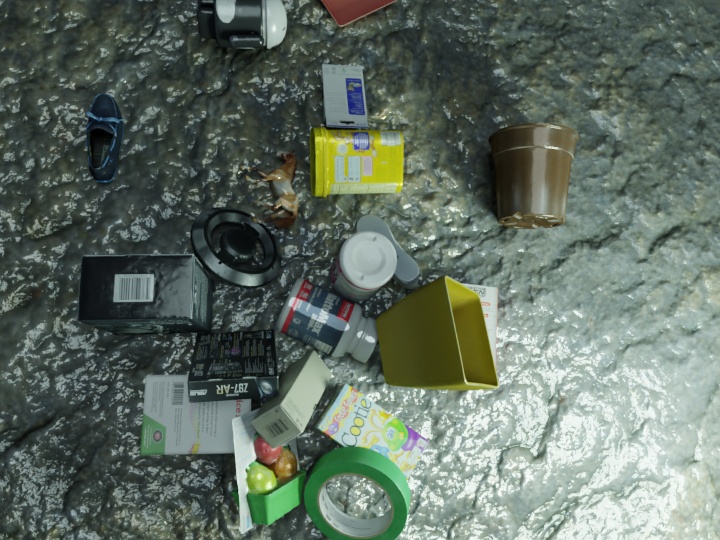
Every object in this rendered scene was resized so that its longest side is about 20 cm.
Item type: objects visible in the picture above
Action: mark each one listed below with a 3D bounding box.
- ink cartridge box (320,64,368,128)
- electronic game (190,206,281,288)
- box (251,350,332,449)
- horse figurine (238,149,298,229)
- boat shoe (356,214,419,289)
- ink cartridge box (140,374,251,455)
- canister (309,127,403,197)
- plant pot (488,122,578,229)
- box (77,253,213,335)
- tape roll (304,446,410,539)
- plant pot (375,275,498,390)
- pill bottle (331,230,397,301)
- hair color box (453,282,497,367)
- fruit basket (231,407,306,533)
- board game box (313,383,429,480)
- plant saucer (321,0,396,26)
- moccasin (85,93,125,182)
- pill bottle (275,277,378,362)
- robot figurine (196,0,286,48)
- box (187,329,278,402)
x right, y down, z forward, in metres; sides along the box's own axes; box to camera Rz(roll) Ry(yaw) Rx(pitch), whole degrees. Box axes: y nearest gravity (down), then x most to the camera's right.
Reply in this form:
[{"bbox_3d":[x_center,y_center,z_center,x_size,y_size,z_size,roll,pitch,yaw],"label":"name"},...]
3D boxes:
[{"bbox_3d":[-0.039,-0.391,1.325,0.099,0.039,0.201,1,59,-10],"label":"ink cartridge box"},{"bbox_3d":[-0.253,-0.050,1.185,0.199,0.042,0.201,25,42,-25],"label":"electronic game"},{"bbox_3d":[-0.125,0.240,1.093,0.082,0.200,0.069,-34,99,24],"label":"box"},{"bbox_3d":[-0.184,-0.171,1.259,0.132,0.050,0.201,-7,68,-31],"label":"horse figurine"},{"bbox_3d":[0.058,-0.037,1.267,0.073,0.065,0.201,-30,62,-7],"label":"boat shoe"},{"bbox_3d":[-0.313,0.278,1.117,0.198,0.084,0.146,2,77,-9],"label":"ink cartridge box"},{"bbox_3d":[-0.009,-0.241,1.278,0.198,0.087,0.150,-3,103,-13],"label":"canister"},{"bbox_3d":[0.388,-0.205,1.306,0.198,0.200,0.200,5,83,-8],"label":"plant pot"},{"bbox_3d":[-0.397,0.050,1.093,0.198,0.197,0.125,-1,78,-5],"label":"box"},{"bbox_3d":[-0.006,0.432,1.091,0.199,0.048,0.202,4,109,11],"label":"tape roll"},{"bbox_3d":[0.143,0.145,1.142,0.175,0.200,0.202,-17,70,26],"label":"plant pot"},{"bbox_3d":[0.000,0.000,1.177,0.112,0.200,0.114,2,76,-9],"label":"pill bottle"},{"bbox_3d":[0.242,0.134,1.258,0.101,0.061,0.202,7,76,-8],"label":"hair color box"},{"bbox_3d":[-0.178,0.356,1.078,0.093,0.185,0.202,-12,87,28],"label":"fruit basket"},{"bbox_3d":[0.018,0.327,1.151,0.199,0.103,0.105,34,73,0],"label":"board game box"},{"bbox_3d":[-0.024,-0.713,1.433,0.199,0.037,0.200,-31,83,-16],"label":"plant saucer"},{"bbox_3d":[-0.543,-0.290,1.225,0.080,0.068,0.202,-7,77,-11],"label":"moccasin"},{"bbox_3d":[-0.062,0.107,1.183,0.199,0.120,0.120,24,74,-3],"label":"pill bottle"},{"bbox_3d":[-0.268,-0.571,1.314,0.198,0.125,0.152,-2,94,-10],"label":"robot figurine"},{"bbox_3d":[-0.239,0.177,1.099,0.159,0.200,0.044,-2,109,-11],"label":"box"}]
